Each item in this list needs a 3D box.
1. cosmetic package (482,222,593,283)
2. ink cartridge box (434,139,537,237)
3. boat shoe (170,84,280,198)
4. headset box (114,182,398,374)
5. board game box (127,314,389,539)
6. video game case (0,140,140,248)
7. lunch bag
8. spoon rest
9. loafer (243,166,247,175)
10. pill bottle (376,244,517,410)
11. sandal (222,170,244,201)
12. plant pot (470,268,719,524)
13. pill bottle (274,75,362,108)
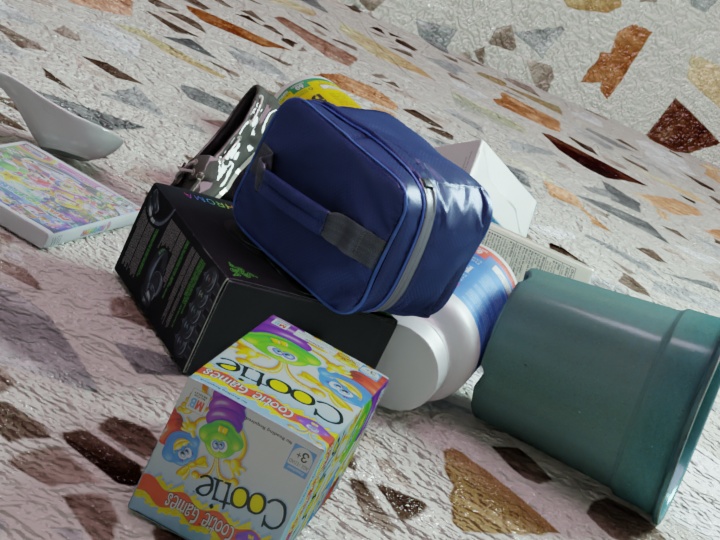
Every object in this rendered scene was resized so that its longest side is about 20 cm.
[{"bbox_3d":[0.124,0.013,1.852,0.200,0.103,0.087,25,-23,-8],"label":"cosmetic package"},{"bbox_3d":[0.072,-0.069,1.923,0.200,0.067,0.116,-7,-39,40],"label":"ink cartridge box"},{"bbox_3d":[-0.145,-0.114,1.791,0.200,0.067,0.057,-47,113,-38],"label":"boat shoe"},{"bbox_3d":[-0.089,0.025,1.528,0.174,0.093,0.200,16,19,-32],"label":"headset box"},{"bbox_3d":[-0.065,0.116,1.245,0.105,0.103,0.200,28,15,6],"label":"board game box"},{"bbox_3d":[-0.300,-0.073,1.647,0.143,0.018,0.200,30,16,11],"label":"video game case"},{"bbox_3d":[-0.010,-0.057,1.488,0.200,0.136,0.132,38,20,35],"label":"lunch bag"},{"bbox_3d":[-0.327,-0.156,1.772,0.200,0.061,0.099,16,-5,-29],"label":"spoon rest"},{"bbox_3d":[-0.058,-0.093,1.955,0.200,0.072,0.063,12,62,-59],"label":"loafer"},{"bbox_3d":[0.066,0.052,1.629,0.112,0.112,0.200,29,26,10],"label":"pill bottle"},{"bbox_3d":[-0.119,-0.100,1.976,0.200,0.043,0.076,-8,74,-64],"label":"sandal"},{"bbox_3d":[0.216,0.100,1.625,0.196,0.200,0.200,21,14,14],"label":"plant pot"},{"bbox_3d":[-0.028,-0.148,2.157,0.113,0.113,0.200,15,19,-35],"label":"pill bottle"}]
